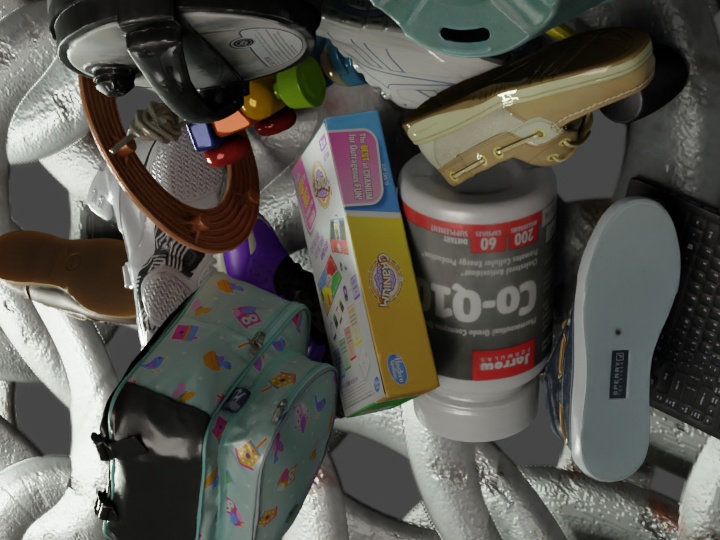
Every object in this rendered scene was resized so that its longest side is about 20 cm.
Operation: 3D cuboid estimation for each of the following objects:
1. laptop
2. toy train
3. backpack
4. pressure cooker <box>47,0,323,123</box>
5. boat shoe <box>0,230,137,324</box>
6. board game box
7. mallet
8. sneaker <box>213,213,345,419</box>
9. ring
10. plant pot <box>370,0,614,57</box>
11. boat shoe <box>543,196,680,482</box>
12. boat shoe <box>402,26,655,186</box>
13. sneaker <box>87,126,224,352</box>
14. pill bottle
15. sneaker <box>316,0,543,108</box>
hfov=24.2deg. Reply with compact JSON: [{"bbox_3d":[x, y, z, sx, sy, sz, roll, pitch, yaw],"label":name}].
[{"bbox_3d":[0.236,0.064,1.153,0.200,0.103,0.178,26,128,21],"label":"laptop"},{"bbox_3d":[-0.077,-0.123,1.204,0.115,0.200,0.085,-10,108,34],"label":"toy train"},{"bbox_3d":[-0.100,0.108,1.272,0.153,0.200,0.176,13,133,9],"label":"backpack"},{"bbox_3d":[-0.111,-0.193,1.054,0.178,0.176,0.201,-18,72,52],"label":"pressure cooker"},{"bbox_3d":[-0.237,0.009,1.493,0.200,0.071,0.070,16,162,31],"label":"boat shoe"},{"bbox_3d":[0.000,0.000,1.227,0.153,0.040,0.201,140,118,-75],"label":"board game box"},{"bbox_3d":[0.134,-0.169,1.141,0.200,0.066,0.041,42,133,28],"label":"mallet"},{"bbox_3d":[-0.042,0.032,1.365,0.099,0.070,0.200,-10,113,32],"label":"sneaker"},{"bbox_3d":[-0.136,-0.107,1.258,0.019,0.200,0.201,-25,100,28],"label":"ring"},{"bbox_3d":[0.100,-0.230,1.015,0.200,0.196,0.201,17,124,26],"label":"plant pot"},{"bbox_3d":[0.167,0.041,1.181,0.071,0.091,0.201,3,102,-15],"label":"boat shoe"},{"bbox_3d":[0.117,-0.103,1.092,0.200,0.074,0.066,-13,114,49],"label":"boat shoe"},{"bbox_3d":[-0.168,-0.024,1.382,0.115,0.075,0.201,14,101,52],"label":"sneaker"},{"bbox_3d":[0.085,0.018,1.227,0.114,0.114,0.200,15,124,28],"label":"pill bottle"},{"bbox_3d":[0.023,-0.155,1.176,0.200,0.075,0.087,21,137,4],"label":"sneaker"}]
